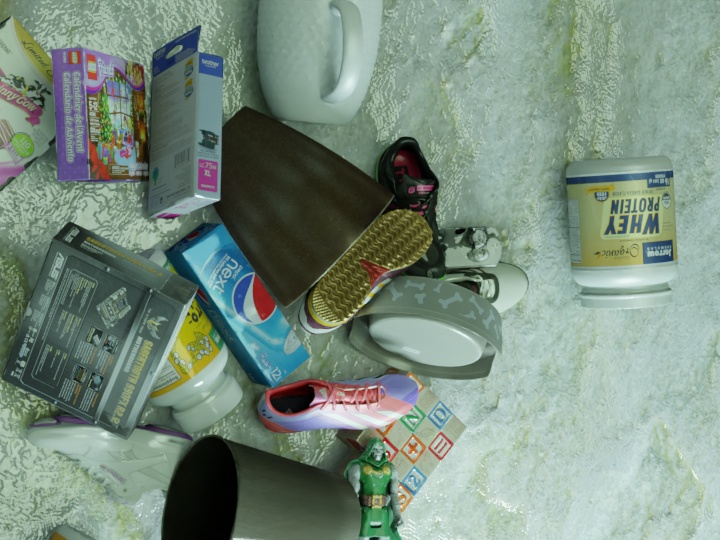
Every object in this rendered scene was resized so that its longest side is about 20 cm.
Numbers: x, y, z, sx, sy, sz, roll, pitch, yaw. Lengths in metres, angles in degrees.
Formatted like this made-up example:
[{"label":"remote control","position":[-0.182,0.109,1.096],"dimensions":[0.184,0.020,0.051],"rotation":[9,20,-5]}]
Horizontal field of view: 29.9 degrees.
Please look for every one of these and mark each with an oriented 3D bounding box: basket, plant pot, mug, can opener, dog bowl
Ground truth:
[{"label":"basket","position":[-0.109,0.288,1.574],"dimensions":[0.200,0.136,0.180],"rotation":[13,96,-41]},{"label":"plant pot","position":[-0.096,-0.091,1.590],"dimensions":[0.200,0.187,0.187],"rotation":[44,72,-5]},{"label":"mug","position":[-0.043,-0.260,1.585],"dimensions":[0.148,0.200,0.176],"rotation":[3,97,-22]},{"label":"can opener","position":[0.086,-0.028,1.746],"dimensions":[0.200,0.067,0.053],"rotation":[-3,92,-14]},{"label":"dog bowl","position":[0.084,0.070,1.668],"dimensions":[0.200,0.200,0.059],"rotation":[27,63,-25]}]

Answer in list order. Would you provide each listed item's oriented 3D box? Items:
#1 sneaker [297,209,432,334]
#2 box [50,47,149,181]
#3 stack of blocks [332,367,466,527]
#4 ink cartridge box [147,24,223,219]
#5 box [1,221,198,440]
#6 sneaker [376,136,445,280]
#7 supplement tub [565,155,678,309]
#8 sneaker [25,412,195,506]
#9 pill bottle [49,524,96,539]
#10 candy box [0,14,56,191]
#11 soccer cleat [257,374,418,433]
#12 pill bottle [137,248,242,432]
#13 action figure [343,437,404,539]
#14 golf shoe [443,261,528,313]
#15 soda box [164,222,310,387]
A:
[{"label":"sneaker","position":[0.000,0.000,1.599],"dimensions":[0.200,0.090,0.075],"rotation":[-39,91,-29]},{"label":"box","position":[-0.281,-0.165,1.474],"dimensions":[0.039,0.200,0.137],"rotation":[-2,93,9]},{"label":"stack of blocks","position":[0.027,0.237,1.713],"dimensions":[0.115,0.059,0.200],"rotation":[45,73,-21]},{"label":"ink cartridge box","position":[-0.199,-0.167,1.537],"dimensions":[0.042,0.119,0.200],"rotation":[5,78,-34]},{"label":"box","position":[-0.285,0.067,1.465],"dimensions":[0.158,0.048,0.200],"rotation":[26,118,-1]},{"label":"sneaker","position":[0.062,-0.077,1.673],"dimensions":[0.077,0.084,0.200],"rotation":[-9,68,-15]},{"label":"supplement tub","position":[0.355,-0.052,1.825],"dimensions":[0.144,0.144,0.200],"rotation":[-6,94,-27]},{"label":"sneaker","position":[-0.287,0.218,1.542],"dimensions":[0.200,0.075,0.100],"rotation":[14,87,-26]},{"label":"pill bottle","position":[-0.338,0.395,1.501],"dimensions":[0.112,0.112,0.200],"rotation":[35,75,-24]},{"label":"candy box","position":[-0.413,-0.163,1.474],"dimensions":[0.200,0.061,0.136],"rotation":[-47,110,-19]},{"label":"soccer cleat","position":[-0.026,0.158,1.641],"dimensions":[0.200,0.076,0.067],"rotation":[-7,64,-5]},{"label":"pill bottle","position":[-0.223,0.084,1.550],"dimensions":[0.113,0.113,0.200],"rotation":[-38,107,-21]},{"label":"action figure","position":[0.014,0.304,1.649],"dimensions":[0.118,0.055,0.200],"rotation":[2,88,-25]},{"label":"golf shoe","position":[0.146,0.031,1.754],"dimensions":[0.200,0.088,0.077],"rotation":[-8,94,-28]},{"label":"soda box","position":[-0.147,0.041,1.613],"dimensions":[0.064,0.068,0.200],"rotation":[-39,108,-20]}]
